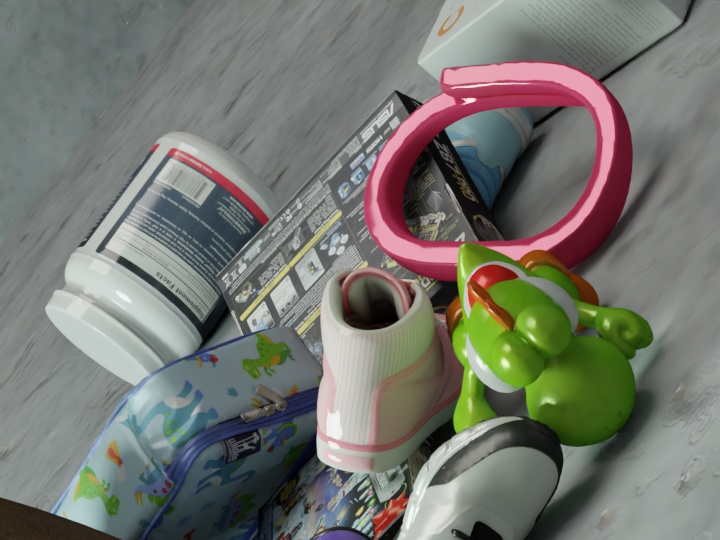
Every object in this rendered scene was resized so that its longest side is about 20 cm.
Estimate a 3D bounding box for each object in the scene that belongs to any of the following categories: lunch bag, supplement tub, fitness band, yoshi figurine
[{"bbox_3d":[-0.105,0.130,1.565,0.160,0.083,0.200,-17,-30,-47],"label":"lunch bag"},{"bbox_3d":[-0.174,-0.009,2.129,0.201,0.140,0.140,-54,16,-16],"label":"supplement tub"},{"bbox_3d":[0.088,-0.062,1.540,0.199,0.037,0.145,0,69,39],"label":"fitness band"},{"bbox_3d":[0.103,0.050,1.327,0.200,0.111,0.113,-85,3,-84],"label":"yoshi figurine"}]

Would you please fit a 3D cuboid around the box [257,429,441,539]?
[{"bbox_3d":[-0.006,0.155,1.458,0.137,0.040,0.200,-46,15,13],"label":"box"}]

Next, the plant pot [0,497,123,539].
[{"bbox_3d":[-0.176,0.232,1.458,0.187,0.200,0.187,-45,16,16],"label":"plant pot"}]

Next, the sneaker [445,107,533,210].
[{"bbox_3d":[0.032,-0.047,1.748,0.200,0.079,0.131,-36,19,45],"label":"sneaker"}]

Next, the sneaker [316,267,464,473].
[{"bbox_3d":[0.026,0.038,1.445,0.200,0.075,0.106,-44,-42,-64],"label":"sneaker"}]

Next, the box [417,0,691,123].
[{"bbox_3d":[0.152,-0.203,1.734,0.200,0.097,0.125,-32,24,47],"label":"box"}]

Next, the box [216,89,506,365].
[{"bbox_3d":[0.000,0.000,1.647,0.200,0.049,0.162,-45,46,20],"label":"box"}]

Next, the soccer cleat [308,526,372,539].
[{"bbox_3d":[-0.050,0.234,1.328,0.201,0.068,0.073,-55,1,1],"label":"soccer cleat"}]

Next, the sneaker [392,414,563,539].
[{"bbox_3d":[0.043,0.166,1.261,0.200,0.073,0.080,-53,25,13],"label":"sneaker"}]
